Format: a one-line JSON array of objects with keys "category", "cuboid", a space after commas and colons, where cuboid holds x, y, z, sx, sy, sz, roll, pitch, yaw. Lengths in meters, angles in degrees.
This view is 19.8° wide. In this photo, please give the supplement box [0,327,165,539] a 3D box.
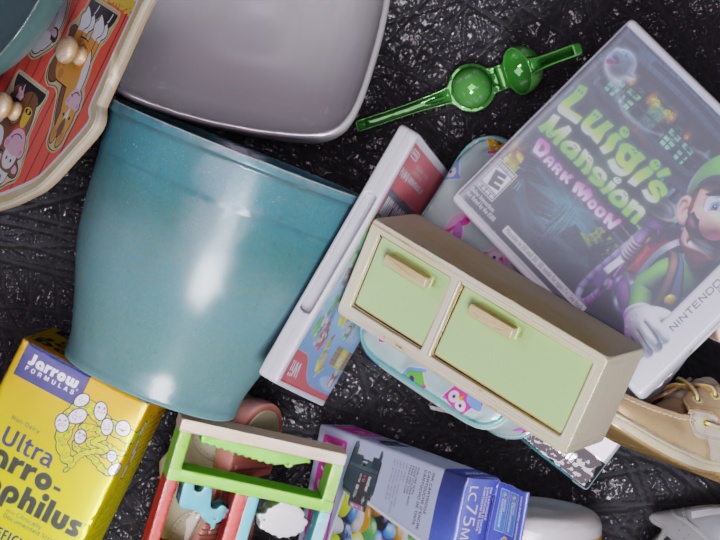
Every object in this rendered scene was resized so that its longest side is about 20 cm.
[{"category": "supplement box", "cuboid": [-0.238, 0.158, 1.546, 0.108, 0.110, 0.201, 26, 94, 2]}]

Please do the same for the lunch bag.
[{"category": "lunch bag", "cuboid": [0.105, 0.019, 1.508, 0.160, 0.077, 0.201, 32, 93, 24]}]

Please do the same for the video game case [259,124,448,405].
[{"category": "video game case", "cuboid": [0.000, 0.000, 1.493, 0.017, 0.143, 0.201, 29, 88, 16]}]

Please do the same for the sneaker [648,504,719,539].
[{"category": "sneaker", "cuboid": [0.245, 0.273, 1.542, 0.114, 0.075, 0.202, -4, 83, 9]}]

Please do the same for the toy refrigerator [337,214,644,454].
[{"category": "toy refrigerator", "cuboid": [0.086, 0.041, 1.420, 0.199, 0.070, 0.076, 32, 110, 25]}]

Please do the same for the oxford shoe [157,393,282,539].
[{"category": "oxford shoe", "cuboid": [-0.123, 0.179, 1.571, 0.074, 0.071, 0.201, 28, 100, 33]}]

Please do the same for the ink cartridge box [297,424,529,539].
[{"category": "ink cartridge box", "cuboid": [0.034, 0.192, 1.502, 0.199, 0.042, 0.120, 15, 95, 46]}]

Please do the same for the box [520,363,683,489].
[{"category": "box", "cuboid": [0.196, 0.058, 1.539, 0.082, 0.049, 0.200, 37, 95, 2]}]

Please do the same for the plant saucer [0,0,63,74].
[{"category": "plant saucer", "cuboid": [-0.266, -0.214, 1.516, 0.036, 0.200, 0.201, 27, 96, -39]}]

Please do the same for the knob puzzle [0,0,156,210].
[{"category": "knob puzzle", "cuboid": [-0.239, -0.137, 1.501, 0.030, 0.219, 0.221, 21, 96, -38]}]

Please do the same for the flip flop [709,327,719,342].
[{"category": "flip flop", "cuboid": [0.254, 0.027, 1.478, 0.057, 0.081, 0.201, -23, 96, 19]}]

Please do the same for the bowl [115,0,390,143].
[{"category": "bowl", "cuboid": [-0.078, -0.192, 1.519, 0.198, 0.075, 0.202, 13, 78, 3]}]

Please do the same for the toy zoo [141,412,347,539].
[{"category": "toy zoo", "cuboid": [-0.098, 0.213, 1.524, 0.130, 0.020, 0.202, 14, 101, -16]}]

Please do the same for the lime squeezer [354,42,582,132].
[{"category": "lime squeezer", "cuboid": [0.092, -0.136, 1.533, 0.199, 0.071, 0.038, -16, 110, 34]}]

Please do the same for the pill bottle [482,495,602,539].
[{"category": "pill bottle", "cuboid": [0.115, 0.273, 1.524, 0.115, 0.116, 0.202, 4, 94, 4]}]

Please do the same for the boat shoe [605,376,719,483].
[{"category": "boat shoe", "cuboid": [0.244, 0.111, 1.501, 0.199, 0.074, 0.070, 23, 87, -34]}]

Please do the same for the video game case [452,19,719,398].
[{"category": "video game case", "cuboid": [0.193, -0.045, 1.435, 0.182, 0.023, 0.200, -44, 71, 4]}]

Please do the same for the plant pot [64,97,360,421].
[{"category": "plant pot", "cuboid": [-0.119, 0.000, 1.481, 0.199, 0.200, 0.189, 21, 93, 3]}]
